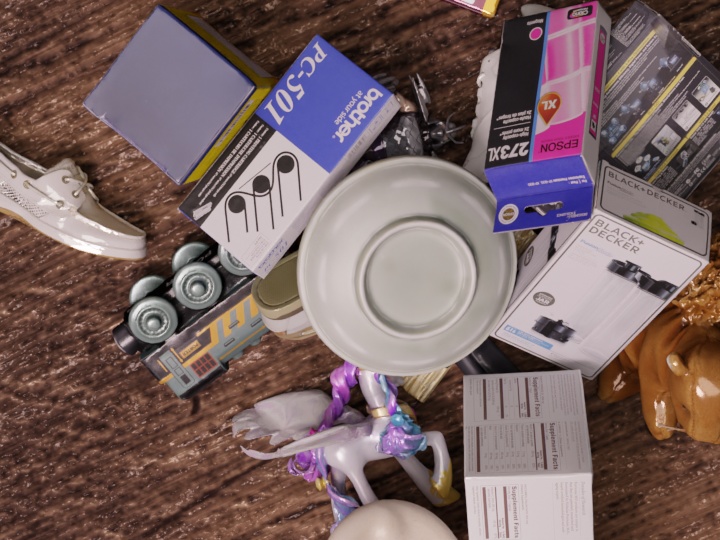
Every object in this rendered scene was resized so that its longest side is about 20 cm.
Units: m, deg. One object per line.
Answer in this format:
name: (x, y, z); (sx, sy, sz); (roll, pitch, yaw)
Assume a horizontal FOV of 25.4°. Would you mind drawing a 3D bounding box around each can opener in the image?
can opener: (0.108, 0.083, 1.490); (0.200, 0.063, 0.079); (47, 71, -17)

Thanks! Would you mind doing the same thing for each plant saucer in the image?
plant saucer: (0.045, 0.003, 1.389); (0.198, 0.050, 0.202); (-3, 107, -10)

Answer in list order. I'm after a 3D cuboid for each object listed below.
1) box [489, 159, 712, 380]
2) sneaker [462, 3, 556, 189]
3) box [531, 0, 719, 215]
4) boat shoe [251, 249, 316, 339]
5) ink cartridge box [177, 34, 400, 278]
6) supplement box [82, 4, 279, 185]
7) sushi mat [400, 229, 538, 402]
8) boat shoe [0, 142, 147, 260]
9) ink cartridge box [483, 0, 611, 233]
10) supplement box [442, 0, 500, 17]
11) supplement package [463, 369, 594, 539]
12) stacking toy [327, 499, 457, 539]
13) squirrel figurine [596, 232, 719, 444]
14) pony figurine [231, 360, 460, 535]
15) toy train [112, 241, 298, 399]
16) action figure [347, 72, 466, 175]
box: (0.209, 0.004, 1.414); (0.116, 0.060, 0.200); (25, 138, -11)
sneaker: (0.139, -0.152, 1.470); (0.087, 0.074, 0.201); (34, 94, 14)
box: (0.240, -0.115, 1.433); (0.161, 0.049, 0.200); (34, 101, -33)
boat shoe: (0.000, 0.000, 1.457); (0.199, 0.069, 0.075); (-22, 52, 0)
ink cartridge box: (-0.063, -0.102, 1.425); (0.094, 0.044, 0.200); (38, 90, 15)
supplement box: (-0.152, -0.156, 1.417); (0.109, 0.200, 0.110); (39, 98, -1)
sushi mat: (0.080, 0.022, 1.515); (0.095, 0.012, 0.201); (36, 99, -1)
boat shoe: (-0.286, -0.072, 1.503); (0.199, 0.071, 0.070); (24, 100, 2)
ink cartridge box: (0.159, -0.132, 1.367); (0.094, 0.037, 0.202); (-7, 63, 33)
supplement box: (0.047, -0.313, 1.439); (0.199, 0.086, 0.111); (21, 99, 1)
supplement package: (0.152, 0.215, 1.432); (0.110, 0.156, 0.201); (-3, 121, 5)
stacking toy: (-0.003, 0.292, 1.435); (0.145, 0.200, 0.147); (8, 71, -23)
squirrel figurine: (0.303, 0.058, 1.415); (0.140, 0.187, 0.202); (13, 98, 3)
pony figurine: (-0.011, 0.161, 1.484); (0.192, 0.167, 0.201); (-23, 105, -8)
toy train: (-0.134, 0.030, 1.502); (0.199, 0.085, 0.114); (-37, 111, 5)
action figure: (0.001, -0.110, 1.479); (0.198, 0.069, 0.131); (-12, 91, 3)
